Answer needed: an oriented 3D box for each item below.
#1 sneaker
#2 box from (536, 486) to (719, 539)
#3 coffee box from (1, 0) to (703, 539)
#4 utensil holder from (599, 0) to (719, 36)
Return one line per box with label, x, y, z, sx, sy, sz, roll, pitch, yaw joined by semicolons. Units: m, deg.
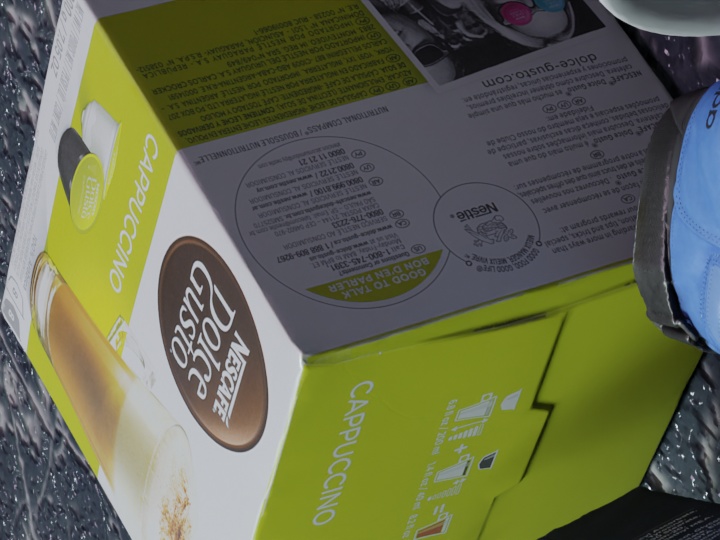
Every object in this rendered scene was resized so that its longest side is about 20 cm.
sneaker;0.155;0.027;0.997;0.201;0.077;0.111;68;161;-6
box;0.126;0.194;1.004;0.201;0.124;0.197;64;164;-8
coffee box;0.000;0.000;1.135;0.198;0.199;0.200;57;149;30
utensil holder;0.101;-0.199;0.878;0.200;0.169;0.170;63;151;25
